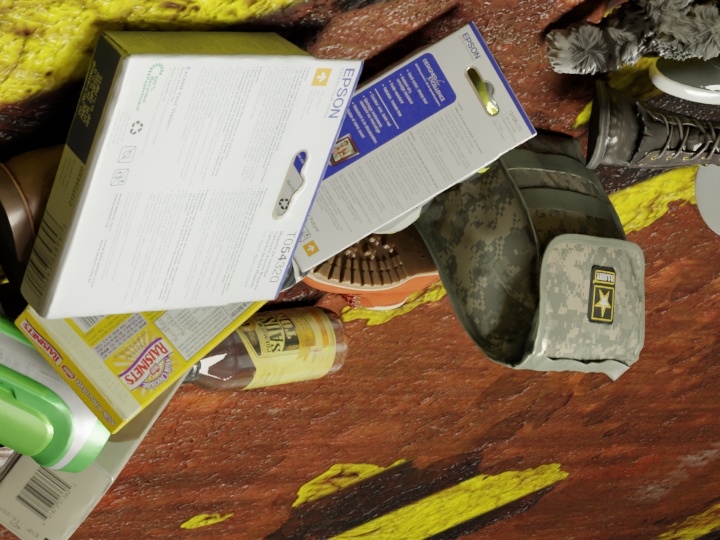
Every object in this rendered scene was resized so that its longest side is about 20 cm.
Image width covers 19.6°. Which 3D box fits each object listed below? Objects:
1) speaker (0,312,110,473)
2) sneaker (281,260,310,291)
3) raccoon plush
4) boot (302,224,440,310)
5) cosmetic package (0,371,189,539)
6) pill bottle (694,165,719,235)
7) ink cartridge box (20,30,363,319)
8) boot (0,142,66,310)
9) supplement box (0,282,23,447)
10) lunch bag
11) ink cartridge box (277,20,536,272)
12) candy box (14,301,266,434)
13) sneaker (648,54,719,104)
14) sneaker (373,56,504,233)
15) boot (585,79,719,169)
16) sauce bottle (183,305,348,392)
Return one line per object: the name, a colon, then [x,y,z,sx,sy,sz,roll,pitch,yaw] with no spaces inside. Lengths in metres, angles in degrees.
speaker: [-0.263,0.063,1.411,0.199,0.089,0.088,29,130,-24]
sneaker: [-0.132,-0.002,1.576,0.198,0.078,0.080,-13,175,-19]
raccoon plush: [0.247,-0.203,1.558,0.198,0.098,0.134,-4,-175,28]
boot: [0.000,0.000,1.708,0.199,0.076,0.107,-3,154,-48]
cosmetic package: [-0.203,0.116,1.588,0.105,0.071,0.200,-50,-175,29]
pill bottle: [0.406,-0.083,1.921,0.199,0.113,0.113,-10,154,-36]
ink cartridge box: [-0.111,-0.064,1.379,0.199,0.043,0.198,-5,126,-43]
boot: [-0.211,-0.019,1.430,0.075,0.074,0.201,-30,158,-19]
supplement box: [-0.338,0.089,1.498,0.198,0.086,0.111,-14,157,-28]
lunch bag: [0.144,-0.008,1.672,0.117,0.201,0.163,-38,155,29]
ink cartridge box: [0.018,-0.089,1.487,0.199,0.095,0.037,-30,-170,12]
candy box: [-0.144,0.023,1.446,0.026,0.102,0.200,-40,-179,40]
sneaker: [0.326,-0.194,1.657,0.198,0.071,0.100,-8,136,-14]
sneaker: [0.039,-0.087,1.545,0.076,0.076,0.200,-6,150,-42]
boot: [0.273,-0.106,1.651,0.172,0.070,0.200,8,-176,16]
sauce bottle: [-0.101,0.070,1.754,0.199,0.066,0.066,-8,152,-43]
